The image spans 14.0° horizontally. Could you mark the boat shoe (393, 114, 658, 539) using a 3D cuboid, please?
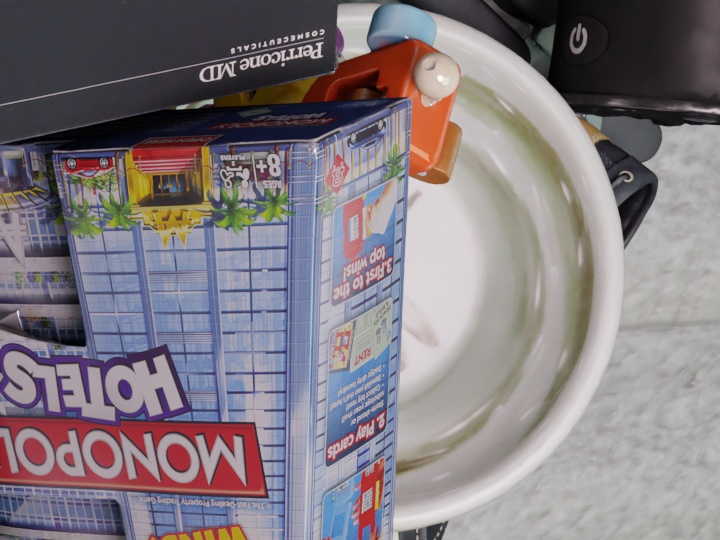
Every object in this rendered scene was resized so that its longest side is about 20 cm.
[{"bbox_3d":[0.060,0.031,1.190,0.201,0.062,0.075,-64,162,-9],"label":"boat shoe"}]

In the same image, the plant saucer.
[{"bbox_3d":[0.000,0.000,1.127,0.201,0.200,0.050,-53,-179,-7],"label":"plant saucer"}]

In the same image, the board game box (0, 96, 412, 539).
[{"bbox_3d":[-0.064,0.050,0.974,0.062,0.199,0.201,-27,111,-53],"label":"board game box"}]

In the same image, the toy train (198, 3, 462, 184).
[{"bbox_3d":[0.009,-0.097,1.030,0.055,0.150,0.201,28,60,-31],"label":"toy train"}]

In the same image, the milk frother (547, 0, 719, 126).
[{"bbox_3d":[0.186,-0.146,1.167,0.199,0.180,0.189,3,93,-49],"label":"milk frother"}]

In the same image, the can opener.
[{"bbox_3d":[0.072,-0.099,1.214,0.054,0.067,0.200,-57,147,-2],"label":"can opener"}]

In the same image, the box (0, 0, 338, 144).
[{"bbox_3d":[-0.108,-0.117,0.903,0.199,0.079,0.142,-13,127,-22],"label":"box"}]
